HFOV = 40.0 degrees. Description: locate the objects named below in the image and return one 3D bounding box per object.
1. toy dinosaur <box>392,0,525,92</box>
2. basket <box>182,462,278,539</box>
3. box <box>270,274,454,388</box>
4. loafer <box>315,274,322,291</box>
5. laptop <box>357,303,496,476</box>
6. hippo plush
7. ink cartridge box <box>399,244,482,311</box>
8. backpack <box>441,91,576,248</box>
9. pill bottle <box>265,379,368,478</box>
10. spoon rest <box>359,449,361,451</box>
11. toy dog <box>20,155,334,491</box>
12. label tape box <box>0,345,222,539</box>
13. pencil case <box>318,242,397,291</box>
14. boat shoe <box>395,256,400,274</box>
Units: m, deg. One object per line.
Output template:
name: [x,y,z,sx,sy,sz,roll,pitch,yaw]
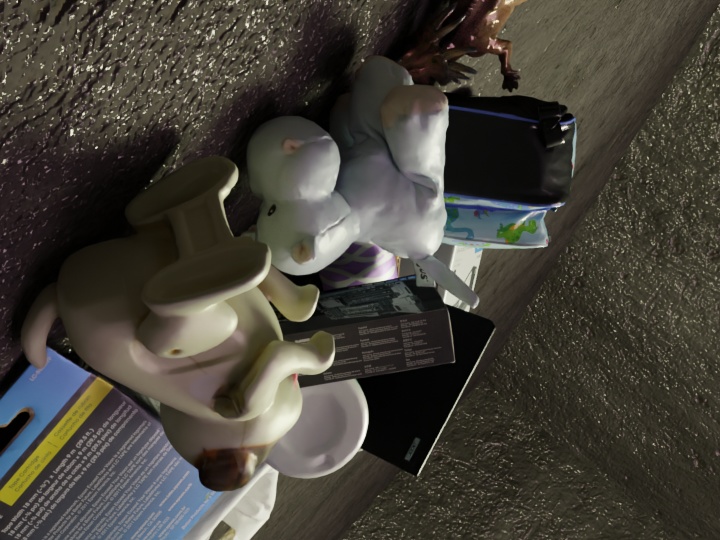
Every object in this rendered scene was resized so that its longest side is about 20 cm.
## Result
toy dinosaur: [0.106,-0.235,0.873,0.135,0.086,0.201,-11,131,-59]
basket: [-0.174,0.232,1.023,0.136,0.123,0.200,-45,163,-26]
box: [-0.026,0.055,0.865,0.198,0.050,0.158,-9,-170,0]
loafer: [-0.025,0.024,1.124,0.071,0.073,0.201,-42,154,-20]
laptop: [0.044,0.124,1.078,0.178,0.103,0.200,-59,179,-15]
hippo plush: [-0.022,-0.061,0.795,0.160,0.159,0.202,-16,109,-24]
ink cartridge box: [0.097,0.023,1.324,0.145,0.083,0.202,-19,122,-67]
backpack: [0.110,-0.099,0.964,0.200,0.181,0.148,-61,156,-77]
pill bottle: [-0.063,0.119,0.991,0.113,0.113,0.200,-53,-165,3]
spoon rest: [-0.092,0.201,1.203,0.198,0.061,0.099,-3,162,-18]
toy dog: [-0.108,0.062,0.675,0.193,0.140,0.201,-31,131,-9]
label tape box: [-0.212,0.147,0.750,0.144,0.063,0.200,-48,125,-2]
pencil case: [0.000,0.000,0.987,0.201,0.083,0.086,80,20,-46]
boat shoe: [0.018,0.022,1.229,0.068,0.072,0.201,-42,160,-28]
